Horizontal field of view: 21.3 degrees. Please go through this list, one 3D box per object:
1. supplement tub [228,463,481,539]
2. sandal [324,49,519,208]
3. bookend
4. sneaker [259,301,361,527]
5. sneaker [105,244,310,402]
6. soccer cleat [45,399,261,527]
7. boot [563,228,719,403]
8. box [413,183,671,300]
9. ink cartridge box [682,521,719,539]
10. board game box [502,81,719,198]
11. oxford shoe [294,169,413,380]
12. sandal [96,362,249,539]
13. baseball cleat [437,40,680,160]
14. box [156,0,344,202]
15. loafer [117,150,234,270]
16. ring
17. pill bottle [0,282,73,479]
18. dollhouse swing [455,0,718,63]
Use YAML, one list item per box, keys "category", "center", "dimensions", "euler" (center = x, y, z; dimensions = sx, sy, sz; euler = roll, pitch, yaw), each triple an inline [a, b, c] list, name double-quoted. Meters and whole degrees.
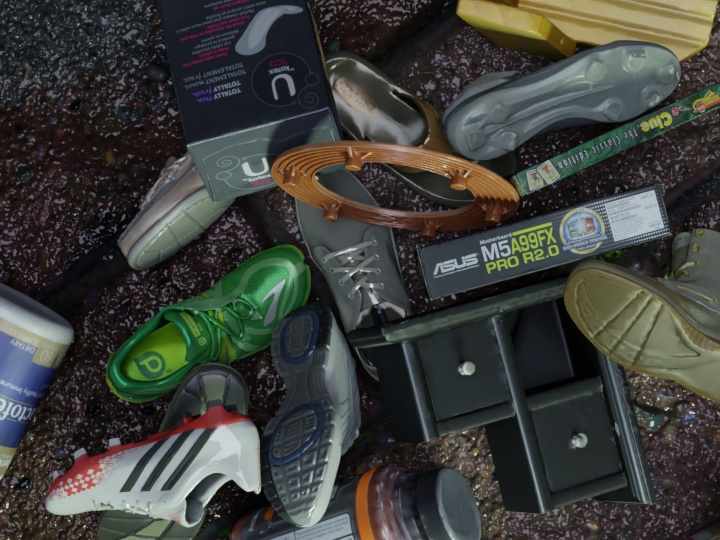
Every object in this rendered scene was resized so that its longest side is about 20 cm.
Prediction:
- category: "supplement tub"
  center: [-0.003, 0.223, 1.559]
  dimensions: [0.199, 0.107, 0.108]
  euler: [-22, 89, 24]
- category: "sandal"
  center: [0.041, -0.119, 1.618]
  dimensions: [0.199, 0.054, 0.081]
  euler: [34, 90, 1]
- category: "bookend"
  center: [0.115, 0.119, 1.565]
  dimensions: [0.199, 0.092, 0.200]
  euler: [-13, 89, -19]
- category: "sneaker"
  center: [-0.030, 0.123, 1.563]
  dimensions: [0.074, 0.087, 0.201]
  euler: [-15, 48, 28]
- category: "sneaker"
  center: [-0.125, 0.051, 1.605]
  dimensions: [0.199, 0.084, 0.074]
  euler: [-34, 89, 0]
- category: "soccer cleat"
  center: [-0.168, 0.173, 1.538]
  dimensions: [0.199, 0.069, 0.086]
  euler: [-23, 71, 17]
- category: "boot"
  center: [0.254, 0.017, 1.559]
  dimensions: [0.199, 0.155, 0.072]
  euler: [26, 126, -12]
- category: "box"
  center: [0.144, -0.023, 1.563]
  dimensions: [0.199, 0.160, 0.045]
  euler: [-15, 91, 2]
- category: "ink cartridge box"
  center: [0.264, 0.324, 1.601]
  dimensions: [0.199, 0.075, 0.166]
  euler: [-26, 88, 1]
- category: "board game box"
  center: [0.196, -0.101, 1.562]
  dimensions: [0.199, 0.105, 0.024]
  euler: [-24, 89, -17]
- category: "oxford shoe"
  center: [0.000, 0.000, 1.617]
  dimensions: [0.075, 0.058, 0.201]
  euler: [-21, 87, 4]
- category: "sandal"
  center: [-0.153, 0.162, 1.616]
  dimensions: [0.079, 0.057, 0.202]
  euler: [28, 106, -17]
- category: "baseball cleat"
  center: [0.159, -0.152, 1.573]
  dimensions: [0.199, 0.107, 0.070]
  euler: [-16, 115, -7]
- category: "box"
  center: [-0.092, -0.176, 1.560]
  dimensions: [0.121, 0.106, 0.201]
  euler: [-14, 64, 2]
- category: "loafer"
  center: [-0.133, -0.084, 1.621]
  dimensions: [0.200, 0.072, 0.063]
  euler: [-41, 72, -6]
- category: "ring"
  center: [0.026, -0.060, 1.512]
  dimensions: [0.199, 0.201, 0.019]
  euler: [9, 76, 1]
- category: "pill bottle"
  center: [-0.331, 0.111, 1.593]
  dimensions: [0.115, 0.116, 0.201]
  euler: [27, 91, 1]
- category: "dollhouse swing"
  center: [0.201, -0.276, 1.567]
  dimensions: [0.175, 0.182, 0.201]
  euler: [14, 89, 21]
